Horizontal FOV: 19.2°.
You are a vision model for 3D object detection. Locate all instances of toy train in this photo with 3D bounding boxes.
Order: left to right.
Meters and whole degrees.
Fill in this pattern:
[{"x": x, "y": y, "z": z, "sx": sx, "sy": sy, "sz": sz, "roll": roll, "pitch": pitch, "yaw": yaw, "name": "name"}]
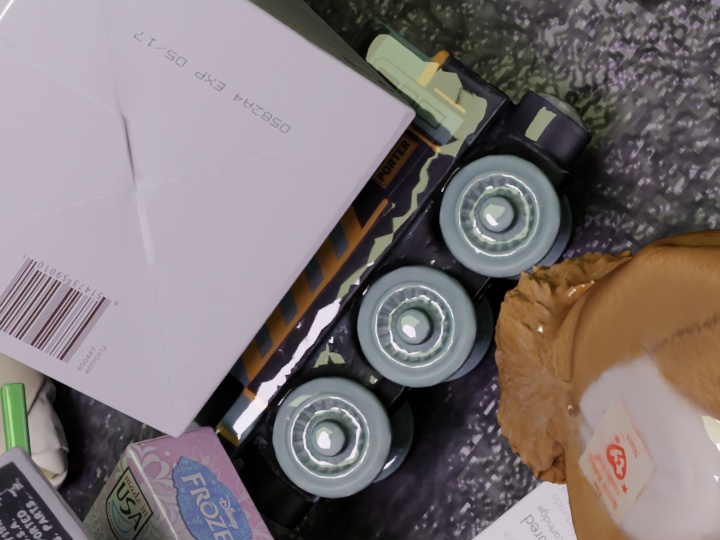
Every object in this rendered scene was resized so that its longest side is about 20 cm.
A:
[{"x": 0.000, "y": 0.000, "z": 0.827, "sx": 0.114, "sy": 0.085, "sz": 0.200, "roll": 38, "pitch": 97, "yaw": 9, "name": "toy train"}]

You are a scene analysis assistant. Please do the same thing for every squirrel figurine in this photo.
[{"x": 0.152, "y": 0.042, "z": 0.700, "sx": 0.200, "sy": 0.186, "sz": 0.142, "roll": 22, "pitch": 116, "yaw": 60, "name": "squirrel figurine"}]

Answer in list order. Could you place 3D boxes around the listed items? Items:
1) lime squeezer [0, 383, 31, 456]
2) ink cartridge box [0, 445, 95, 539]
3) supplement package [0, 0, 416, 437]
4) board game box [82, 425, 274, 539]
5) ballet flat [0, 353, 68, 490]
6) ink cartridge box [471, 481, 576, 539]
[{"x": -0.129, "y": 0.147, "z": 0.822, "sx": 0.038, "sy": 0.071, "sz": 0.201, "roll": 4, "pitch": 114, "yaw": -8, "name": "lime squeezer"}, {"x": -0.109, "y": 0.191, "z": 0.750, "sx": 0.198, "sy": 0.043, "sz": 0.200, "roll": 50, "pitch": 136, "yaw": 8, "name": "ink cartridge box"}, {"x": -0.112, "y": -0.071, "z": 0.792, "sx": 0.151, "sy": 0.151, "sz": 0.200, "roll": -53, "pitch": 34, "yaw": 9, "name": "supplement package"}, {"x": -0.064, "y": 0.198, "z": 0.804, "sx": 0.200, "sy": 0.043, "sz": 0.199, "roll": 58, "pitch": 137, "yaw": 25, "name": "board game box"}, {"x": -0.161, "y": 0.100, "z": 0.914, "sx": 0.069, "sy": 0.070, "sz": 0.201, "roll": -1, "pitch": 58, "yaw": 29, "name": "ballet flat"}, {"x": 0.046, "y": 0.178, "z": 0.786, "sx": 0.200, "sy": 0.067, "sz": 0.116, "roll": -41, "pitch": 63, "yaw": 16, "name": "ink cartridge box"}]
